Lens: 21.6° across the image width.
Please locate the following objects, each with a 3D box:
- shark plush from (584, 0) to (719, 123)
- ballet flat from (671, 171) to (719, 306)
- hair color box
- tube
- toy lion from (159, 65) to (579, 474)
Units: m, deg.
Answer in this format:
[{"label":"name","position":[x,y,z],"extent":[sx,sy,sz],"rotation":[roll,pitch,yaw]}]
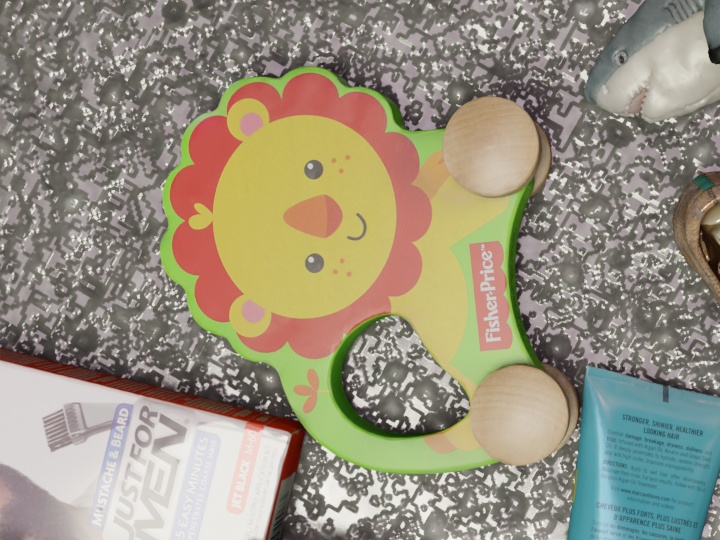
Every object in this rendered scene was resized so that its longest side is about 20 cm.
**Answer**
[{"label":"shark plush","position":[0.176,-0.163,0.896],"extent":[0.083,0.091,0.200],"rotation":[21,95,35]},{"label":"ballet flat","position":[0.213,0.040,0.883],"extent":[0.068,0.067,0.200],"rotation":[-40,86,3]},{"label":"hair color box","position":[-0.137,0.105,0.914],"extent":[0.200,0.064,0.111],"rotation":[13,90,6]},{"label":"tube","position":[0.125,0.151,0.899],"extent":[0.077,0.050,0.200],"rotation":[13,86,-12]},{"label":"toy lion","position":[0.000,0.000,0.911],"extent":[0.191,0.069,0.200],"rotation":[-7,88,12]}]
